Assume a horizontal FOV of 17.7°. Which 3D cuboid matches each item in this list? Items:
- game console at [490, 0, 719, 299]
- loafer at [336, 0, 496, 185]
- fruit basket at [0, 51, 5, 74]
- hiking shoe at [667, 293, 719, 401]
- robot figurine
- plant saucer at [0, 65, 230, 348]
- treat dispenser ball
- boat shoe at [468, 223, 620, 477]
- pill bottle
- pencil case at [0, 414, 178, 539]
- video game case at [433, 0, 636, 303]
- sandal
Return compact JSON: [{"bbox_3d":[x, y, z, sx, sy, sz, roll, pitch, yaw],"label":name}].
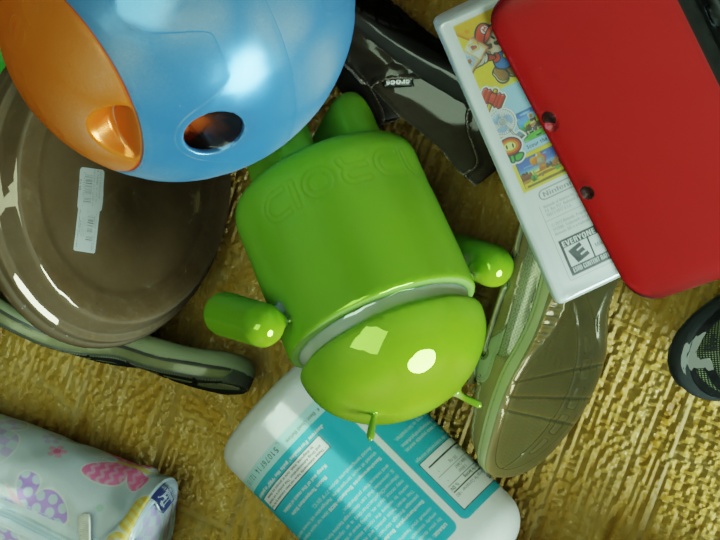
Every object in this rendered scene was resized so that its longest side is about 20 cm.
[{"bbox_3d":[0.201,-0.110,1.288,0.119,0.172,0.200,-1,124,55],"label":"game console"},{"bbox_3d":[0.011,-0.118,1.388,0.200,0.073,0.071,34,108,11],"label":"loafer"},{"bbox_3d":[-0.233,-0.192,1.434,0.216,0.215,0.155,60,145,2],"label":"fruit basket"},{"bbox_3d":[0.267,0.038,1.313,0.199,0.101,0.076,-11,94,19],"label":"hiking shoe"},{"bbox_3d":[0.000,0.000,1.342,0.200,0.175,0.116,66,152,18],"label":"robot figurine"},{"bbox_3d":[-0.147,-0.053,1.388,0.029,0.200,0.201,3,101,43],"label":"plant saucer"},{"bbox_3d":[-0.102,-0.150,1.271,0.200,0.201,0.202,3,99,18],"label":"treat dispenser ball"},{"bbox_3d":[0.107,0.025,1.388,0.063,0.073,0.201,33,114,47],"label":"boat shoe"},{"bbox_3d":[0.020,0.144,1.407,0.200,0.111,0.111,45,109,7],"label":"pill bottle"},{"bbox_3d":[-0.217,0.146,1.496,0.199,0.091,0.083,19,125,16],"label":"pencil case"},{"bbox_3d":[0.166,-0.102,1.307,0.200,0.023,0.182,-25,108,0],"label":"video game case"},{"bbox_3d":[-0.158,0.031,1.475,0.200,0.080,0.058,14,86,9],"label":"sandal"}]
